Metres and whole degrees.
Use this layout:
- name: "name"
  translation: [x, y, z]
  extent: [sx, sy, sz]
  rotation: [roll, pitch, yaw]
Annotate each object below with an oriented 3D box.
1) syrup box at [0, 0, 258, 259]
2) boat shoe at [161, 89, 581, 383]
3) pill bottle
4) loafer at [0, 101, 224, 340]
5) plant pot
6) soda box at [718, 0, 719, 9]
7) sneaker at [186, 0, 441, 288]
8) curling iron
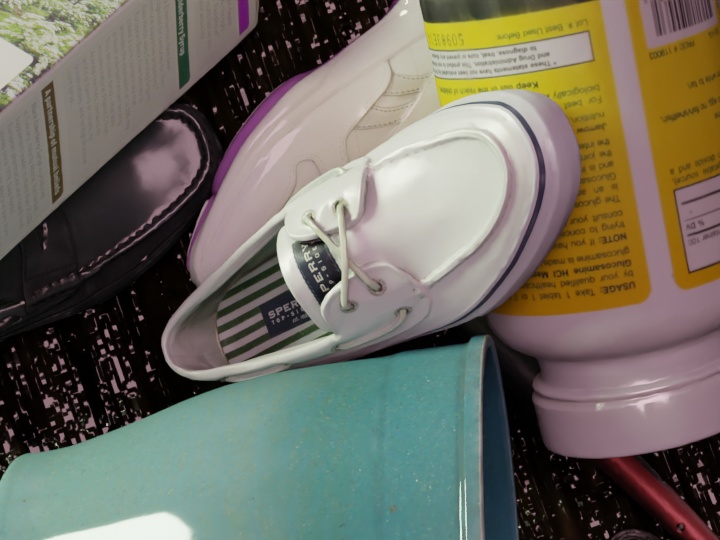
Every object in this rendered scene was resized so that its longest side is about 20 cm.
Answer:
- name: "syrup box"
  translation: [-0.130, -0.085, 1.037]
  extent: [0.078, 0.082, 0.200]
  rotation: [30, 55, 22]
- name: "boat shoe"
  translation: [0.000, 0.000, 0.980]
  extent: [0.067, 0.200, 0.074]
  rotation: [-13, 71, -44]
- name: "pill bottle"
  translation: [0.092, -0.036, 1.011]
  extent: [0.112, 0.112, 0.201]
  rotation: [-12, 101, -2]
- name: "loafer"
  translation: [-0.145, -0.007, 1.068]
  extent: [0.200, 0.070, 0.068]
  rotation: [-30, 81, -5]
- name: "plant pot"
  translation: [-0.037, 0.129, 0.984]
  extent: [0.187, 0.200, 0.202]
  rotation: [-3, 79, 6]
- name: "soda box"
  translation: [0.101, -0.151, 1.080]
  extent: [0.068, 0.063, 0.200]
  rotation: [-39, 86, 17]
- name: "sneaker"
  translation: [0.017, -0.050, 1.073]
  extent: [0.200, 0.075, 0.100]
  rotation: [-42, 81, -7]
- name: "curling iron"
  translation: [0.079, 0.065, 1.075]
  extent: [0.049, 0.026, 0.200]
  rotation: [-37, 81, -9]
